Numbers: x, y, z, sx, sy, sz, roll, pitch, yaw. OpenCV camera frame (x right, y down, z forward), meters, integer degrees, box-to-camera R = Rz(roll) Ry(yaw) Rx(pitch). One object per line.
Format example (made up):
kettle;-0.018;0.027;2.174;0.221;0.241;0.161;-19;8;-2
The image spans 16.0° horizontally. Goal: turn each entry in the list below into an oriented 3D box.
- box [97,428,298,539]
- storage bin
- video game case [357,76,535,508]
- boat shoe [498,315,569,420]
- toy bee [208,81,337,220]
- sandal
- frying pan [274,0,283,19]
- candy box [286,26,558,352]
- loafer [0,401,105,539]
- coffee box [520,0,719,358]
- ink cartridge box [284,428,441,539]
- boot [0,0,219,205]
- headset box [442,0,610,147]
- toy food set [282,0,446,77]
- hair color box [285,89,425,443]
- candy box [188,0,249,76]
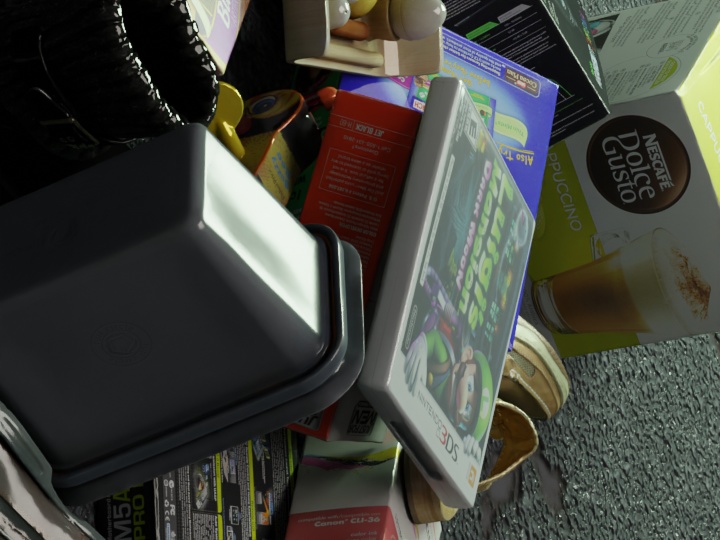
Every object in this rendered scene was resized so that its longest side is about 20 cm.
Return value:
box;-0.095;0.118;1.523;0.160;0.044;0.201;16;67;-59
storage bin;-0.116;0.008;1.351;0.134;0.199;0.146;53;25;-40
video game case;0.055;0.016;1.519;0.182;0.023;0.201;56;42;-58
boat shoe;0.073;0.058;1.788;0.200;0.071;0.076;43;57;-34
toy bee;-0.064;-0.074;1.527;0.131;0.108;0.201;49;29;-51
sandal;0.080;0.117;1.655;0.212;0.069;0.078;-45;127;-75
frying pan;-0.046;-0.187;1.721;0.190;0.031;0.116;-28;103;-48
candy box;0.030;-0.057;1.682;0.168;0.077;0.201;24;64;-25
loafer;-0.177;0.151;1.358;0.063;0.072;0.200;-48;118;-31
coffee box;0.217;-0.076;1.985;0.200;0.197;0.201;-53;126;-53
ink cartridge box;0.005;0.158;1.610;0.200;0.067;0.117;-80;160;-57
boot;-0.135;-0.079;1.396;0.211;0.157;0.080;44;45;-47
headset box;0.086;-0.205;1.830;0.200;0.092;0.174;56;15;-26
toy food set;0.005;-0.196;1.561;0.200;0.060;0.144;-1;88;-70
hair color box;0.000;0.000;1.539;0.101;0.061;0.201;13;93;-69
candy box;-0.104;-0.210;1.458;0.117;0.056;0.201;57;31;-34
